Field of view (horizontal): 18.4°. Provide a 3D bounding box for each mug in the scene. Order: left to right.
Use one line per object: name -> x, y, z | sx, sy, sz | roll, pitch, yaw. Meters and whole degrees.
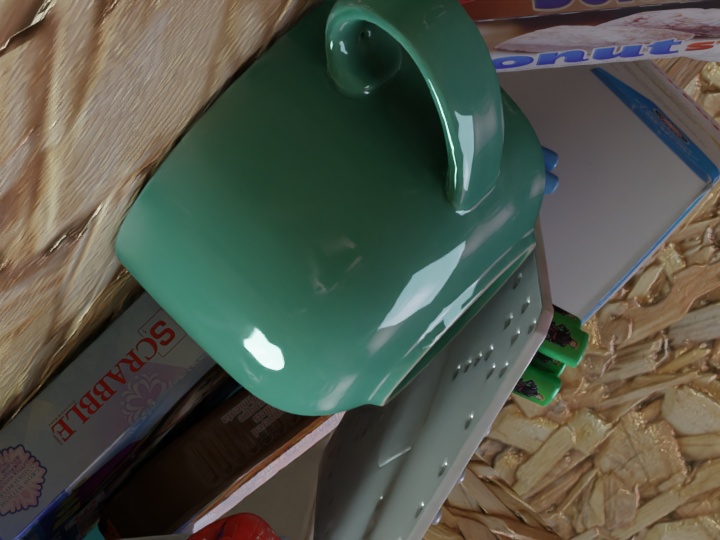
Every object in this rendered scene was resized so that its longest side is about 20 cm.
mug -> -0.003, -0.020, 0.835 | 0.152, 0.114, 0.185 | -46, 175, 0

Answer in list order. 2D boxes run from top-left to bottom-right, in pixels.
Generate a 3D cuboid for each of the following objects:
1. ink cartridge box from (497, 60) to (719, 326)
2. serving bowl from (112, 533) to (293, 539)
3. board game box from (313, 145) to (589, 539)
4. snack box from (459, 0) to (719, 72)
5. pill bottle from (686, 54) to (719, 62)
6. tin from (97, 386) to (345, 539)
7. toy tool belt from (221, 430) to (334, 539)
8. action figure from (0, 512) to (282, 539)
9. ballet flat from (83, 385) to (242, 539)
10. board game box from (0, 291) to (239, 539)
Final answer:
ink cartridge box -> 0.088, -0.052, 1.120 | 0.145, 0.147, 0.200 | -47, 174, 15
serving bowl -> -0.123, 0.170, 1.019 | 0.198, 0.066, 0.200 | -9, 167, -2
board game box -> 0.034, 0.059, 0.946 | 0.201, 0.026, 0.200 | -60, -168, 23
snack box -> 0.115, -0.108, 0.924 | 0.198, 0.025, 0.072 | -5, 168, -1
pill bottle -> 0.214, -0.173, 1.228 | 0.113, 0.113, 0.199 | -49, 159, 29
tin -> -0.045, 0.076, 1.101 | 0.199, 0.042, 0.112 | -37, 177, -16
toy tool belt -> -0.062, 0.173, 1.250 | 0.123, 0.124, 0.202 | 107, -7, -74
action figure -> -0.100, 0.149, 0.892 | 0.198, 0.100, 0.065 | -4, 162, -16
ballet flat -> -0.097, 0.085, 1.181 | 0.200, 0.071, 0.065 | -41, -163, -10
board game box -> -0.102, 0.058, 1.040 | 0.199, 0.041, 0.200 | -45, 175, -12
